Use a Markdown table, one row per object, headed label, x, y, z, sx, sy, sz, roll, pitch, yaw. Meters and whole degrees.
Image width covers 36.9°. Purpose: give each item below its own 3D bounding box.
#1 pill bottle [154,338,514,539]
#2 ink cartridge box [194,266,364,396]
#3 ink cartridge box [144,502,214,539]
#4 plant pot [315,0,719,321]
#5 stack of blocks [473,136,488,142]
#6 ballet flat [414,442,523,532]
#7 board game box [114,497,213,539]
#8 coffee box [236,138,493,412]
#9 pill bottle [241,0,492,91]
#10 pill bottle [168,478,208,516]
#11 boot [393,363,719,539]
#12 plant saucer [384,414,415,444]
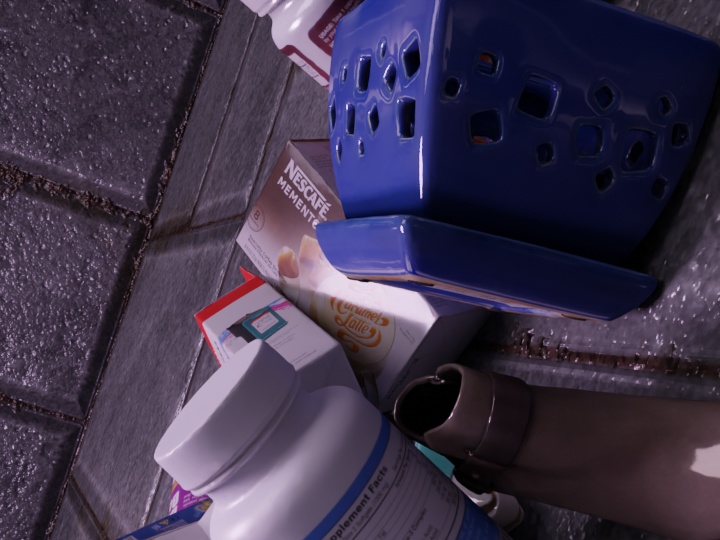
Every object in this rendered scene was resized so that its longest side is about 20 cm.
| label | x | y | z | sx | sy | sz | roll | pitch | yaw |
| --- | --- | --- | --- | --- | --- | --- | --- | --- | --- |
| pill bottle | -0.009 | 0.133 | 0.570 | 0.112 | 0.200 | 0.112 | -44 | 10 | 10 |
| ink cartridge box | -0.065 | 0.083 | 0.869 | 0.067 | 0.117 | 0.200 | -31 | 29 | -15 |
| ink cartridge box | -0.091 | 0.274 | 0.785 | 0.128 | 0.124 | 0.202 | 30 | 126 | 50 |
| plant pot | 0.085 | -0.069 | 0.695 | 0.200 | 0.198 | 0.182 | 180 | 101 | -70 |
| stack of blocks | 0.067 | -0.075 | 0.943 | 0.200 | 0.058 | 0.116 | 10 | 81 | 71 |
| ballet flat | 0.075 | 0.179 | 0.678 | 0.070 | 0.067 | 0.202 | -35 | 42 | 40 |
| board game box | -0.116 | 0.251 | 0.888 | 0.034 | 0.199 | 0.137 | 21 | 117 | 39 |
| coffee box | 0.000 | 0.000 | 0.871 | 0.200 | 0.079 | 0.115 | 51 | 126 | 25 |
| pill bottle | 0.003 | -0.193 | 0.851 | 0.114 | 0.200 | 0.114 | -45 | 19 | 20 |
| pill bottle | -0.144 | 0.278 | 1.103 | 0.113 | 0.111 | 0.201 | -57 | 23 | 35 |
| boot | 0.108 | 0.084 | 0.537 | 0.200 | 0.145 | 0.071 | -33 | 38 | 60 |
| plant saucer | 0.013 | 0.215 | 0.846 | 0.201 | 0.036 | 0.202 | -54 | 26 | 41 |
